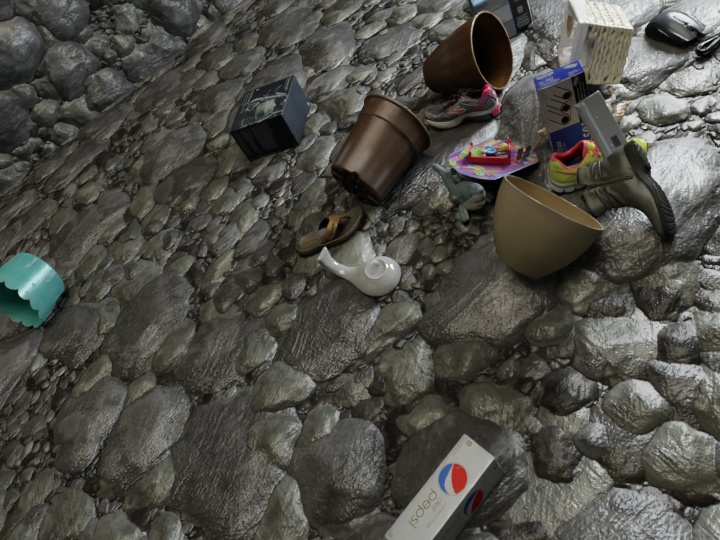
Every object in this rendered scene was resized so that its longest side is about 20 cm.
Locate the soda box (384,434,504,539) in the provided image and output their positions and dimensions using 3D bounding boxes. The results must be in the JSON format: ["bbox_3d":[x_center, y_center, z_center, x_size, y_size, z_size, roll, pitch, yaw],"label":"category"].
[{"bbox_3d":[0.132,0.360,0.929,0.201,0.064,0.068,-48,45,-12],"label":"soda box"}]

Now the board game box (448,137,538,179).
[{"bbox_3d":[0.291,-0.264,1.327,0.197,0.040,0.158,-23,39,-24],"label":"board game box"}]

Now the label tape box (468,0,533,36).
[{"bbox_3d":[0.369,-0.722,1.616,0.141,0.201,0.067,-23,46,13],"label":"label tape box"}]

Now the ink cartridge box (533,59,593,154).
[{"bbox_3d":[0.422,-0.318,1.230,0.092,0.201,0.045,-18,46,17],"label":"ink cartridge box"}]

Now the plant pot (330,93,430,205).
[{"bbox_3d":[0.039,-0.282,1.466,0.198,0.200,0.201,23,75,43],"label":"plant pot"}]

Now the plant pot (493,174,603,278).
[{"bbox_3d":[0.322,-0.068,1.110,0.201,0.197,0.137,51,123,47],"label":"plant pot"}]

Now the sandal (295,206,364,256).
[{"bbox_3d":[-0.080,-0.102,1.472,0.196,0.055,0.083,-23,44,14],"label":"sandal"}]

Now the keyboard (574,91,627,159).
[{"bbox_3d":[0.488,-0.246,1.167,0.055,0.203,0.011,-28,-2,-3],"label":"keyboard"}]

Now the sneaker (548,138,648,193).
[{"bbox_3d":[0.470,-0.224,1.200,0.196,0.091,0.079,-19,43,16],"label":"sneaker"}]

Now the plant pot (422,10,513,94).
[{"bbox_3d":[0.262,-0.538,1.560,0.197,0.187,0.189,-5,49,47],"label":"plant pot"}]

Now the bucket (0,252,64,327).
[{"bbox_3d":[-1.021,0.057,1.836,0.203,0.210,0.136,-3,41,30],"label":"bucket"}]

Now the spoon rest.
[{"bbox_3d":[0.000,0.000,1.342,0.196,0.061,0.101,17,64,26],"label":"spoon rest"}]

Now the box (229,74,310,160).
[{"bbox_3d":[-0.277,-0.475,1.876,0.192,0.125,0.204,-10,48,22],"label":"box"}]

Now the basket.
[{"bbox_3d":[0.519,-0.510,1.342,0.120,0.138,0.202,6,38,7],"label":"basket"}]

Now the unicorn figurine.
[{"bbox_3d":[0.476,-0.346,1.314,0.196,0.074,0.139,0,49,36],"label":"unicorn figurine"}]

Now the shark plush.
[{"bbox_3d":[0.226,-0.197,1.337,0.089,0.084,0.202,-29,43,7],"label":"shark plush"}]

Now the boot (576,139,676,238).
[{"bbox_3d":[0.490,-0.129,1.121,0.130,0.067,0.204,-32,62,37],"label":"boot"}]

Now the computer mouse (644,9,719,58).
[{"bbox_3d":[0.745,-0.560,1.347,0.139,0.046,0.201,-34,43,4],"label":"computer mouse"}]

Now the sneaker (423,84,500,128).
[{"bbox_3d":[0.251,-0.419,1.521,0.196,0.075,0.082,-7,49,29],"label":"sneaker"}]
